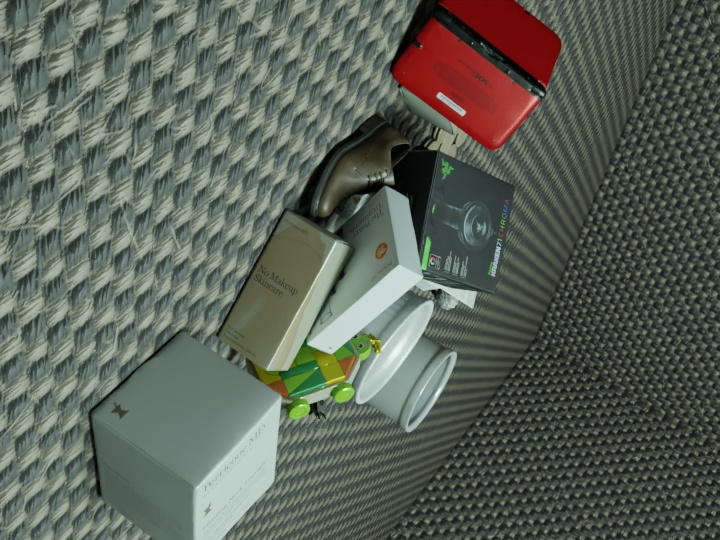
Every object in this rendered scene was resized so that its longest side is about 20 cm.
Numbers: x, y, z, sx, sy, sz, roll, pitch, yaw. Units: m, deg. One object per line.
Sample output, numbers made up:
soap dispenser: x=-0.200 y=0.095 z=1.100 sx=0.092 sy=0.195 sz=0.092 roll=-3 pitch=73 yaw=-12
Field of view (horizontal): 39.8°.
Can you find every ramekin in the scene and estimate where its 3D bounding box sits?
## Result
ramekin: x=0.020 y=0.104 z=1.589 sx=0.201 sy=0.097 sz=0.201 roll=-49 pitch=164 yaw=-20

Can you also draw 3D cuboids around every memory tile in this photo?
memory tile: x=0.162 y=-0.248 z=1.770 sx=0.201 sy=0.017 sz=0.153 roll=-56 pitch=162 yaw=-10

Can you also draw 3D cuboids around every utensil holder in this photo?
utensil holder: x=0.050 y=0.172 z=1.835 sx=0.170 sy=0.199 sz=0.170 roll=-51 pitch=162 yaw=-24

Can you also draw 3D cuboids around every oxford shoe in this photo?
oxford shoe: x=0.003 y=-0.138 z=1.397 sx=0.200 sy=0.084 sz=0.073 roll=-48 pitch=161 yaw=-28

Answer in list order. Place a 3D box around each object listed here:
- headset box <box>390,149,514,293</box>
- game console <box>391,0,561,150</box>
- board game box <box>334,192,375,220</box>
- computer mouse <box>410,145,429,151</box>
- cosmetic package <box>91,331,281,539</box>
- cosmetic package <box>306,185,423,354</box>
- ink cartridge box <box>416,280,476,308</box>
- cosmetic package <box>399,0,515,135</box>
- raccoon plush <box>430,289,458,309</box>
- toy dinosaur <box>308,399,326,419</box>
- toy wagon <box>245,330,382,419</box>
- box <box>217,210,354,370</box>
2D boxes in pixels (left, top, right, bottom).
headset box: x=0.123 y=-0.073 z=1.489 sx=0.199 sy=0.092 sz=0.176 roll=18 pitch=81 yaw=-43
game console: x=0.169 y=-0.307 z=1.436 sx=0.173 sy=0.199 sz=0.119 roll=-49 pitch=-165 yaw=26
board game box: x=0.034 y=-0.128 z=1.575 sx=0.127 sy=0.034 sz=0.200 roll=-60 pitch=163 yaw=6
computer mouse: x=0.112 y=-0.096 z=1.554 sx=0.058 sy=0.034 sz=0.202 roll=-20 pitch=102 yaw=-36
cosmetic package: x=-0.215 y=0.224 z=1.244 sx=0.167 sy=0.166 sz=0.201 roll=-45 pitch=157 yaw=-37
cosmetic package: x=-0.004 y=0.001 z=1.398 sx=0.051 sy=0.152 sz=0.200 roll=23 pitch=130 yaw=-34
ink cartridge box: x=0.142 y=-0.059 z=1.694 sx=0.176 sy=0.045 sz=0.201 roll=31 pitch=65 yaw=-34
cosmetic package: x=0.152 y=-0.321 z=1.502 sx=0.201 sy=0.087 sz=0.103 roll=-58 pitch=164 yaw=-3
raccoon plush: x=0.121 y=-0.033 z=1.756 sx=0.096 sy=0.201 sz=0.134 roll=-35 pitch=168 yaw=14
toy dinosaur: x=-0.091 y=0.162 z=1.661 sx=0.200 sy=0.101 sz=0.137 roll=56 pitch=49 yaw=-51
toy wagon: x=-0.063 y=0.124 z=1.436 sx=0.199 sy=0.156 sz=0.040 roll=-18 pitch=141 yaw=-16
box: x=-0.101 y=0.029 z=1.365 sx=0.201 sy=0.095 sz=0.078 roll=-62 pitch=161 yaw=5
